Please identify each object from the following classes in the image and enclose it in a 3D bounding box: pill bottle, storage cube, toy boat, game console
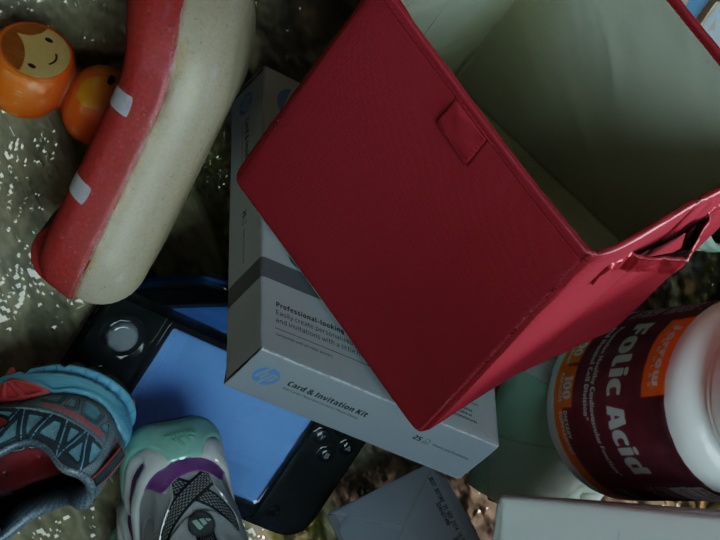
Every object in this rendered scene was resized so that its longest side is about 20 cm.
[{"bbox_3d":[0.199,0.074,1.346,0.114,0.200,0.115,3,84,-24],"label":"pill bottle"},{"bbox_3d":[0.076,-0.053,1.220,0.171,0.200,0.180,-26,164,-40],"label":"storage cube"},{"bbox_3d":[-0.140,-0.091,1.264,0.130,0.131,0.200,26,108,-3],"label":"toy boat"},{"bbox_3d":[-0.060,0.082,1.374,0.200,0.118,0.171,25,107,-27],"label":"game console"}]

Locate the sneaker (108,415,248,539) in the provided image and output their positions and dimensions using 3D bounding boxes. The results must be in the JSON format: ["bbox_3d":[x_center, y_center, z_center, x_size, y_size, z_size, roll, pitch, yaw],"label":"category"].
[{"bbox_3d":[-0.099,0.193,1.382,0.078,0.140,0.200,-13,145,-10],"label":"sneaker"}]

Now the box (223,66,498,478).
[{"bbox_3d":[0.000,0.000,1.304,0.156,0.200,0.041,24,133,-27],"label":"box"}]

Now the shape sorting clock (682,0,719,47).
[{"bbox_3d":[0.145,-0.169,1.351,0.199,0.039,0.200,-8,119,-14],"label":"shape sorting clock"}]

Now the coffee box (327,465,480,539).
[{"bbox_3d":[0.058,0.231,1.476,0.080,0.113,0.200,-26,133,-3],"label":"coffee box"}]

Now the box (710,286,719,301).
[{"bbox_3d":[0.319,0.023,1.428,0.104,0.182,0.200,24,107,-28],"label":"box"}]

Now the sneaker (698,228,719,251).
[{"bbox_3d":[0.148,-0.019,1.359,0.074,0.118,0.201,-29,146,-38],"label":"sneaker"}]

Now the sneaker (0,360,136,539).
[{"bbox_3d":[-0.226,0.111,1.328,0.200,0.096,0.079,-16,127,16],"label":"sneaker"}]

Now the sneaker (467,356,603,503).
[{"bbox_3d":[0.162,0.128,1.495,0.200,0.074,0.118,23,102,-17],"label":"sneaker"}]

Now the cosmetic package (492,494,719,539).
[{"bbox_3d":[0.185,0.216,1.342,0.199,0.167,0.167,3,85,19],"label":"cosmetic package"}]
